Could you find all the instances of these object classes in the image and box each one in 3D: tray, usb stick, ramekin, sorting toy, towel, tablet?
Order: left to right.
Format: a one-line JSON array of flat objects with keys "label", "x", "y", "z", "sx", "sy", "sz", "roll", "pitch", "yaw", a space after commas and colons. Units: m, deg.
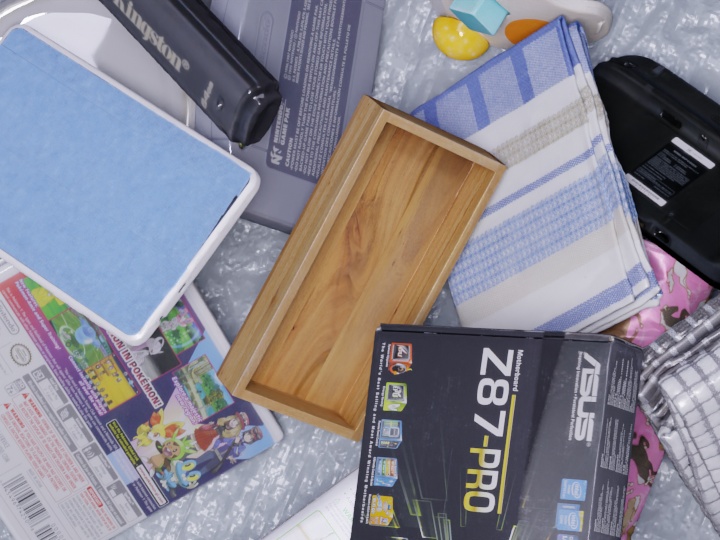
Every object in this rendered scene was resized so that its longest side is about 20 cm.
[{"label": "tablet", "x": -0.172, "y": -0.054, "z": 1.466, "sx": 0.200, "sy": 0.014, "sz": 0.130, "roll": 33, "pitch": 80, "yaw": 21}, {"label": "ramekin", "x": -0.179, "y": -0.091, "z": 1.553, "sx": 0.200, "sy": 0.105, "sz": 0.201, "roll": -1, "pitch": 82, "yaw": 5}, {"label": "usb stick", "x": -0.122, "y": -0.157, "z": 1.475, "sx": 0.033, "sy": 0.056, "sz": 0.200, "roll": -25, "pitch": 63, "yaw": -43}, {"label": "tray", "x": 0.000, "y": 0.000, "z": 1.509, "sx": 0.099, "sy": 0.037, "sz": 0.200, "roll": 23, "pitch": 100, "yaw": -30}, {"label": "sorting toy", "x": 0.065, "y": -0.230, "z": 1.516, "sx": 0.107, "sy": 0.180, "sz": 0.200, "roll": -29, "pitch": 80, "yaw": 0}, {"label": "towel", "x": 0.106, "y": -0.042, "z": 1.513, "sx": 0.147, "sy": 0.024, "sz": 0.200, "roll": -31, "pitch": 63, "yaw": 34}, {"label": "towel", "x": 0.256, "y": 0.073, "z": 1.451, "sx": 0.165, "sy": 0.200, "sz": 0.086, "roll": -34, "pitch": 45, "yaw": 0}]

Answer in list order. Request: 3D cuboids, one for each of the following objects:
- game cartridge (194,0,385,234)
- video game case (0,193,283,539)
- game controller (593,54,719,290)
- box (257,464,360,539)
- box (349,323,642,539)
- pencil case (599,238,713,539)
[{"label": "game cartridge", "x": -0.045, "y": -0.126, "z": 1.537, "sx": 0.041, "sy": 0.133, "sz": 0.201, "roll": 2, "pitch": 79, "yaw": 37}, {"label": "video game case", "x": -0.172, "y": 0.071, "z": 1.514, "sx": 0.182, "sy": 0.023, "sz": 0.200, "roll": -30, "pitch": 115, "yaw": 0}, {"label": "game controller", "x": 0.201, "y": -0.062, "z": 1.512, "sx": 0.104, "sy": 0.042, "sz": 0.200, "roll": -41, "pitch": 57, "yaw": -15}, {"label": "box", "x": 0.033, "y": 0.221, "z": 1.491, "sx": 0.176, "sy": 0.097, "sz": 0.200, "roll": -37, "pitch": 80, "yaw": -2}, {"label": "box", "x": 0.074, "y": 0.134, "z": 1.399, "sx": 0.161, "sy": 0.049, "sz": 0.201, "roll": 3, "pitch": 80, "yaw": 32}, {"label": "pencil case", "x": 0.154, "y": 0.075, "z": 1.512, "sx": 0.086, "sy": 0.083, "sz": 0.200, "roll": 23, "pitch": 83, "yaw": -22}]
